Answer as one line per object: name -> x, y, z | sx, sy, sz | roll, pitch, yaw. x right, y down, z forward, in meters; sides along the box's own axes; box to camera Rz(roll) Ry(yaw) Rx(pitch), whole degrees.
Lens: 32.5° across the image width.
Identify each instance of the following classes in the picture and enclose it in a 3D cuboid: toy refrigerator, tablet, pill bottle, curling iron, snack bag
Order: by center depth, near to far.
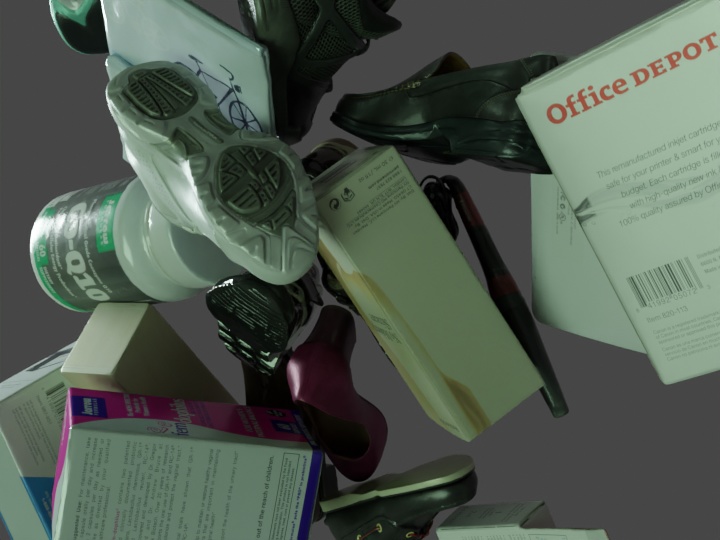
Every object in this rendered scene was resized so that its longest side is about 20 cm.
tablet -> 0.168, -0.041, 0.816 | 0.129, 0.014, 0.201 | 15, 123, 35
snack bag -> -0.125, -0.118, 0.893 | 0.188, 0.021, 0.201 | 36, 146, 28
curling iron -> 0.100, 0.017, 0.901 | 0.201, 0.025, 0.050 | 58, 145, -1
pill bottle -> -0.189, -0.026, 1.072 | 0.199, 0.113, 0.114 | -9, 107, 44
toy refrigerator -> -0.174, 0.119, 1.102 | 0.070, 0.076, 0.200 | 0, 141, 33

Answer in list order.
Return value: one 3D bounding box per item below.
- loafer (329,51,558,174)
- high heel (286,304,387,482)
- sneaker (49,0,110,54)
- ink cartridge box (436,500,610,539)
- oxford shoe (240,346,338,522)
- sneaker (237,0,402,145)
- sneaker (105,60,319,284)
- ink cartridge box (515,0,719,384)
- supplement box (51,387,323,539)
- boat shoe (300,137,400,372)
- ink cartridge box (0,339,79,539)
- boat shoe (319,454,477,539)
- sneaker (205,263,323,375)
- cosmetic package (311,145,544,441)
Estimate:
loafer -> 0.060, -0.112, 0.845 | 0.199, 0.073, 0.073 | 13, 90, 43
high heel -> -0.026, 0.129, 1.001 | 0.067, 0.096, 0.201 | 4, 133, 19
sneaker -> -0.215, -0.283, 0.951 | 0.077, 0.141, 0.201 | 0, 141, 0
ink cartridge box -> 0.168, 0.279, 0.971 | 0.176, 0.045, 0.201 | -14, 104, 46
oxford shoe -> -0.076, 0.147, 1.089 | 0.072, 0.084, 0.202 | 3, 113, 43
sneaker -> -0.025, -0.160, 0.880 | 0.200, 0.113, 0.077 | 92, 158, -64
sneaker -> -0.095, -0.053, 0.837 | 0.200, 0.078, 0.100 | 48, 152, 27
ink cartridge box -> 0.204, -0.053, 0.713 | 0.146, 0.083, 0.201 | -23, 99, 41
supplement box -> -0.142, 0.166, 0.992 | 0.101, 0.198, 0.104 | -138, 57, -70
boat shoe -> 0.000, 0.000, 0.951 | 0.073, 0.065, 0.201 | -22, 98, 44
ink cartridge box -> -0.257, 0.148, 1.168 | 0.083, 0.200, 0.146 | -10, 107, 46
boat shoe -> 0.037, 0.197, 1.018 | 0.201, 0.073, 0.064 | -32, 78, 53
sneaker -> -0.068, 0.018, 0.965 | 0.074, 0.089, 0.200 | 36, 166, 2
cosmetic package -> 0.036, 0.014, 0.873 | 0.201, 0.071, 0.105 | 57, 171, -10
